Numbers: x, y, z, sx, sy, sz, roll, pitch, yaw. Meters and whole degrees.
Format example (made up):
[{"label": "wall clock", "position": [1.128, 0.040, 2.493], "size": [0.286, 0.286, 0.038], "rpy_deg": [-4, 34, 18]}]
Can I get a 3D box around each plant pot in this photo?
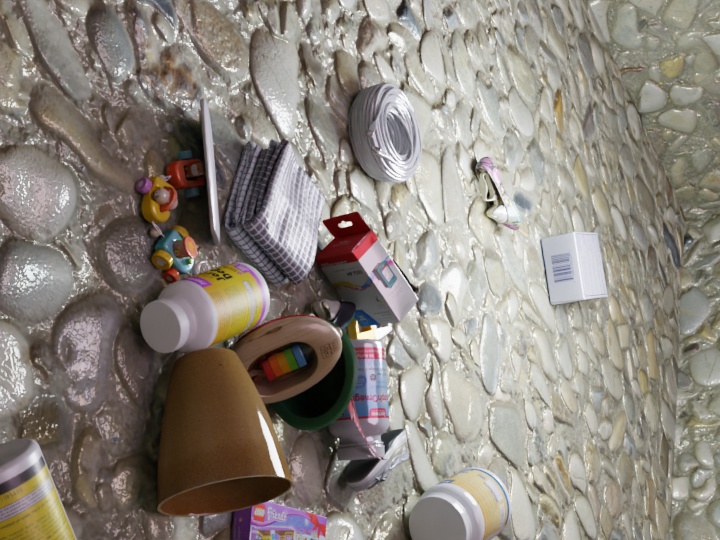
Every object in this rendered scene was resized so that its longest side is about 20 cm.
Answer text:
[{"label": "plant pot", "position": [-0.200, 0.218, 1.435], "size": [0.186, 0.185, 0.202], "rpy_deg": [25, 46, -53]}]

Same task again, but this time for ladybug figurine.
[{"label": "ladybug figurine", "position": [-0.122, 0.128, 1.583], "size": [0.072, 0.198, 0.137], "rpy_deg": [-121, -168, -54]}]

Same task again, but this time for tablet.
[{"label": "tablet", "position": [-0.226, -0.146, 1.564], "size": [0.130, 0.013, 0.202], "rpy_deg": [124, -40, -80]}]

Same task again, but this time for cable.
[{"label": "cable", "position": [0.053, -0.273, 2.077], "size": [0.200, 0.069, 0.202], "rpy_deg": [45, 44, -44]}]

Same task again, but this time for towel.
[{"label": "towel", "position": [-0.133, -0.099, 1.704], "size": [0.166, 0.085, 0.202], "rpy_deg": [48, 43, -42]}]

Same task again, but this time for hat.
[{"label": "hat", "position": [-0.043, 0.191, 1.703], "size": [0.176, 0.164, 0.202], "rpy_deg": [21, 81, -60]}]

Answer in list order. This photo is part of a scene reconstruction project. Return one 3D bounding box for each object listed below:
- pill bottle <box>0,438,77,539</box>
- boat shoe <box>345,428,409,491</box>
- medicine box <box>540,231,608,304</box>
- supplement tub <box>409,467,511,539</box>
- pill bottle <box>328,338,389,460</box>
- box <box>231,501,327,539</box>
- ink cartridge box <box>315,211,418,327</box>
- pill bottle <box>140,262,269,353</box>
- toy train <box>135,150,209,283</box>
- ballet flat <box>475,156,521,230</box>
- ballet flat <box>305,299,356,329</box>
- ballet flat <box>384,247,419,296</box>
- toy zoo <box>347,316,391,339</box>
[{"label": "pill bottle", "position": [-0.379, 0.302, 1.153], "size": [0.114, 0.113, 0.202], "rpy_deg": [-36, 111, -56]}, {"label": "boat shoe", "position": [0.037, 0.349, 1.858], "size": [0.202, 0.074, 0.065], "rpy_deg": [-34, 105, -64]}, {"label": "medicine box", "position": [0.588, -0.007, 2.831], "size": [0.199, 0.102, 0.184], "rpy_deg": [-1, 82, -59]}, {"label": "supplement tub", "position": [0.193, 0.473, 2.002], "size": [0.199, 0.143, 0.146], "rpy_deg": [-7, 87, -59]}, {"label": "pill bottle", "position": [-0.005, 0.224, 1.789], "size": [0.108, 0.108, 0.202], "rpy_deg": [12, 71, -57]}, {"label": "box", "position": [-0.125, 0.436, 1.596], "size": [0.200, 0.039, 0.138], "rpy_deg": [32, 55, -50]}, {"label": "ink cartridge box", "position": [0.000, 0.000, 1.835], "size": [0.067, 0.116, 0.201], "rpy_deg": [-47, 111, -33]}, {"label": "pill bottle", "position": [-0.224, 0.057, 1.488], "size": [0.200, 0.103, 0.105], "rpy_deg": [-23, 101, -59]}, {"label": "toy train", "position": [-0.256, -0.082, 1.526], "size": [0.150, 0.055, 0.202], "rpy_deg": [-5, 85, -58]}, {"label": "ballet flat", "position": [0.324, -0.175, 2.501], "size": [0.071, 0.069, 0.201], "rpy_deg": [-37, 109, -36]}, {"label": "ballet flat", "position": [-0.066, 0.093, 1.772], "size": [0.200, 0.072, 0.074], "rpy_deg": [-53, 125, -48]}, {"label": "ballet flat", "position": [0.071, 0.009, 2.006], "size": [0.200, 0.046, 0.068], "rpy_deg": [56, 28, -50]}, {"label": "toy zoo", "position": [0.008, 0.054, 1.948], "size": [0.131, 0.020, 0.202], "rpy_deg": [-6, 86, -59]}]
